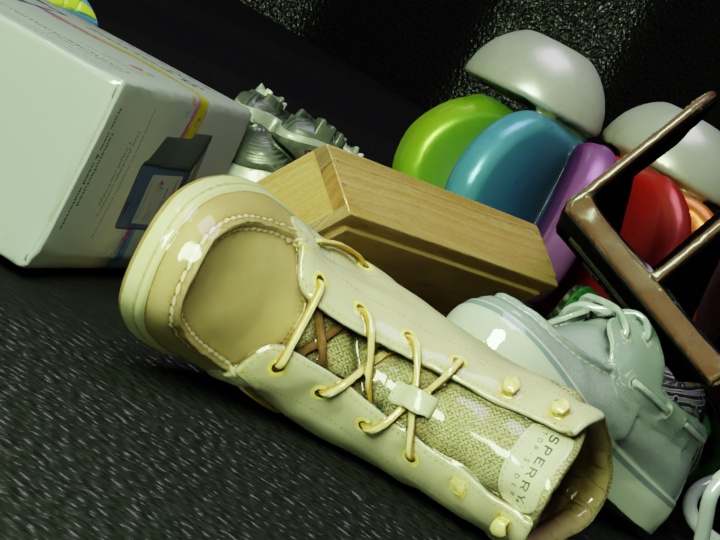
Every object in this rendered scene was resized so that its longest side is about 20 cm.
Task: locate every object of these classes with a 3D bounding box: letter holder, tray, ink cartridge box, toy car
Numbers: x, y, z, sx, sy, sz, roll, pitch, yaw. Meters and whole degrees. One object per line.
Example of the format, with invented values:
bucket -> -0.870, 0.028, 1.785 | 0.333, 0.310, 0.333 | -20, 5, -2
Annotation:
letter holder -> 0.174, -0.031, 1.184 | 0.101, 0.142, 0.200 | 50, 1, 3
tray -> 0.000, 0.000, 1.138 | 0.200, 0.098, 0.037 | 18, 48, -59
ink cartridge box -> -0.147, -0.069, 1.099 | 0.145, 0.088, 0.200 | 29, 4, 12
toy car -> 0.114, -0.023, 1.421 | 0.199, 0.176, 0.150 | 27, 4, -13

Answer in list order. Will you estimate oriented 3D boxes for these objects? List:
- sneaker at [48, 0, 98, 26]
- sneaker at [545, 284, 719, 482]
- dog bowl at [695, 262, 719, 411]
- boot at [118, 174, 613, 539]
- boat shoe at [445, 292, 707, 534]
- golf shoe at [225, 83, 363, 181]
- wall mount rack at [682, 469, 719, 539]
sneaker -> -0.219, -0.111, 1.244 | 0.199, 0.071, 0.083 | 6, -23, -42
sneaker -> 0.135, 0.063, 1.303 | 0.085, 0.078, 0.200 | 35, 9, 27
dog bowl -> 0.243, 0.064, 1.344 | 0.073, 0.201, 0.200 | -15, 23, -16
boot -> 0.008, 0.040, 0.968 | 0.155, 0.073, 0.200 | 31, -2, 26
boat shoe -> 0.096, 0.047, 1.118 | 0.070, 0.072, 0.201 | 29, -10, 35
golf shoe -> -0.016, -0.014, 1.270 | 0.077, 0.088, 0.200 | 27, -5, 40
wall mount rack -> 0.252, 0.112, 1.184 | 0.173, 0.075, 0.200 | -26, 45, -38
